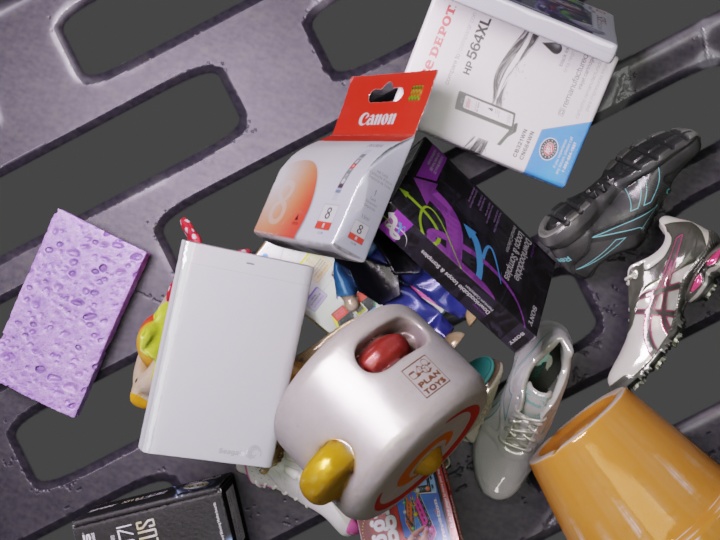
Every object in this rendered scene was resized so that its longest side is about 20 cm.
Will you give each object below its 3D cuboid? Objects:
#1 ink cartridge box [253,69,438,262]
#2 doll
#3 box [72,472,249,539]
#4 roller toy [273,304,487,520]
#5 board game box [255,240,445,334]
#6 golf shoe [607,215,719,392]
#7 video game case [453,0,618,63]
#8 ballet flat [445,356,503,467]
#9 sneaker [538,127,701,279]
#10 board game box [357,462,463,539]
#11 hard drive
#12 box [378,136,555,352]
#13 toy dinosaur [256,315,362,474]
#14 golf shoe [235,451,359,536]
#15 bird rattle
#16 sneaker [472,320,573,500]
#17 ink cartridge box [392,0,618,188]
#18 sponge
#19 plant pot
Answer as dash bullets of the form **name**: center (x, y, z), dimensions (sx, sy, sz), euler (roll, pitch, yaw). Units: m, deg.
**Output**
- **ink cartridge box**: center (-0.017, -0.113, 1.062), dimensions (0.050, 0.162, 0.201), euler (23, 83, -32)
- **doll**: center (0.037, -0.005, 1.110), dimensions (0.200, 0.048, 0.137), euler (38, 91, 7)
- **box**: center (-0.195, 0.335, 1.141), dimensions (0.163, 0.086, 0.201), euler (-13, 89, 3)
- **roller toy**: center (0.023, 0.137, 1.014), dimensions (0.140, 0.200, 0.183), euler (44, 95, 20)
- **board game box**: center (0.000, 0.000, 1.156), dimensions (0.200, 0.040, 0.153), euler (39, 91, 2)
- **golf shoe**: center (0.308, 0.040, 1.132), dimensions (0.088, 0.077, 0.201), euler (34, 91, 15)
- **video game case**: center (0.163, -0.272, 1.085), dimensions (0.199, 0.182, 0.023), euler (22, 114, 2)
- **ballet flat**: center (0.087, 0.175, 1.152), dimensions (0.200, 0.067, 0.062), euler (-44, 118, 5)
- **sneaker**: center (0.282, -0.073, 1.140), dimensions (0.200, 0.075, 0.079), euler (-38, 108, 3)
- **board game box**: center (0.039, 0.217, 1.104), dimensions (0.102, 0.019, 0.201), euler (-21, 66, 17)
- **hard drive**: center (-0.128, 0.082, 1.031), dimensions (0.131, 0.026, 0.201), euler (12, 91, -24)
- **box**: center (0.110, -0.029, 1.088), dimensions (0.200, 0.143, 0.036), euler (43, 126, -11)
- **toy dinosaur**: center (-0.070, 0.106, 1.107), dimensions (0.101, 0.058, 0.201), euler (33, 86, -10)
- **golf shoe**: center (-0.075, 0.210, 1.150), dimensions (0.091, 0.075, 0.200), euler (-40, 80, 10)
- **bird rattle**: center (-0.195, 0.052, 1.116), dimensions (0.112, 0.201, 0.163), euler (22, 128, -28)
- **sneaker**: center (0.170, 0.148, 1.131), dimensions (0.070, 0.080, 0.201), euler (20, 92, 1)
- **ink cartridge box**: center (0.144, -0.190, 1.122), dimensions (0.199, 0.084, 0.147), euler (22, 99, 1)
- **sponge**: center (-0.320, 0.047, 1.176), dimensions (0.111, 0.030, 0.201), euler (24, 90, 2)
- **plant pot**: center (0.272, 0.226, 1.069), dimensions (0.200, 0.200, 0.184), euler (-39, 84, 2)
